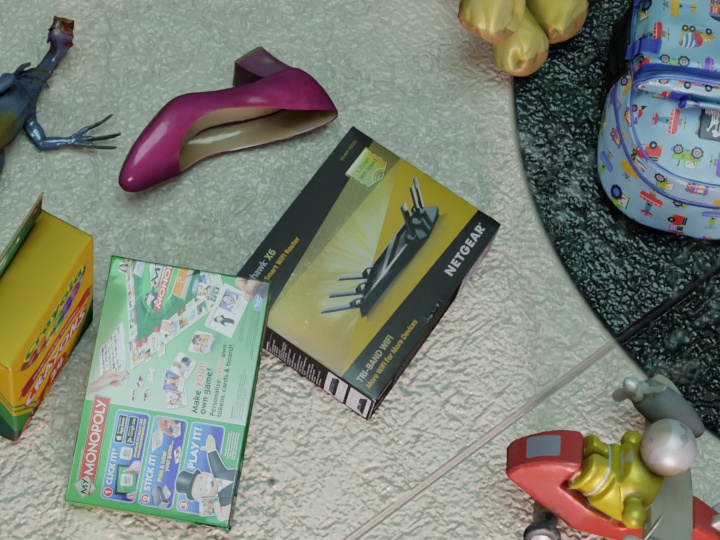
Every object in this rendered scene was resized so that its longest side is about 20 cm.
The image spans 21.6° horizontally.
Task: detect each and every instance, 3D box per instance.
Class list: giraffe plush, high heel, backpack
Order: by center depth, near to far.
[{"bbox_3d":[-0.113,-0.115,1.613,0.096,0.068,0.200,36,63,20],"label":"high heel"},{"bbox_3d":[0.299,-0.137,1.649,0.181,0.135,0.202,13,68,-1],"label":"backpack"},{"bbox_3d":[0.109,-0.296,1.692,0.162,0.201,0.173,29,66,38],"label":"giraffe plush"}]

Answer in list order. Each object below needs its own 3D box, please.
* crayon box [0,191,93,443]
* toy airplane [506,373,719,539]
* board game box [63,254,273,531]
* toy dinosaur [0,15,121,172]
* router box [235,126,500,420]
[{"bbox_3d":[-0.257,0.040,1.455,0.050,0.200,0.128,27,66,5],"label":"crayon box"},{"bbox_3d":[0.238,0.177,1.495,0.198,0.142,0.200,-18,54,-36],"label":"toy airplane"},{"bbox_3d":[-0.152,0.097,1.508,0.133,0.029,0.202,9,78,4],"label":"board game box"},{"bbox_3d":[-0.309,-0.144,1.596,0.198,0.106,0.182,3,45,7],"label":"toy dinosaur"},{"bbox_3d":[0.000,0.000,1.589,0.157,0.052,0.201,33,66,8],"label":"router box"}]
